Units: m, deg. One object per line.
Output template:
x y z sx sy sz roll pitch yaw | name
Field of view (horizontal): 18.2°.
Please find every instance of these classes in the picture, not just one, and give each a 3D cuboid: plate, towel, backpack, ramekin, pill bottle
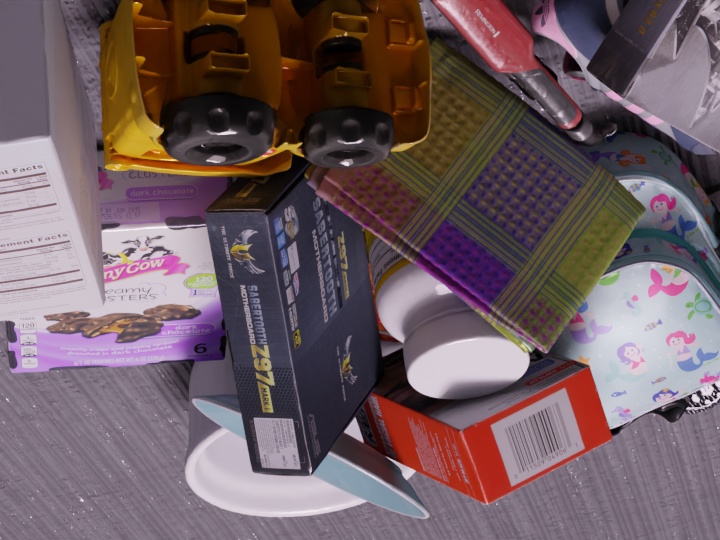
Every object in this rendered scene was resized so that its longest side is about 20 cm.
-0.034 0.133 1.695 0.199 0.026 0.200 26 169 5 | plate
0.078 -0.053 1.504 0.200 0.144 0.023 37 160 3 | towel
0.191 0.006 1.672 0.177 0.151 0.200 -25 115 14 | backpack
-0.050 0.117 1.864 0.199 0.098 0.201 -7 149 -4 | ramekin
0.061 -0.017 1.570 0.112 0.201 0.113 -6 149 -4 | pill bottle

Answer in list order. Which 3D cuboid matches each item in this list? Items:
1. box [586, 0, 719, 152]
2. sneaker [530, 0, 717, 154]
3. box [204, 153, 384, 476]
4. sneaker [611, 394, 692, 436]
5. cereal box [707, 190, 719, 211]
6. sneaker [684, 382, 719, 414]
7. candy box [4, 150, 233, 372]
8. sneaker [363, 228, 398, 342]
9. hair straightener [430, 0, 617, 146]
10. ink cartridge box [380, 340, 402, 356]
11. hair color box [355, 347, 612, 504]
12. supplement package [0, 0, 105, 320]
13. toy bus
0.263 -0.153 1.473 0.200 0.048 0.159 24 103 -40 | box
0.187 -0.141 1.543 0.082 0.070 0.200 -7 148 29 | sneaker
-0.042 0.019 1.563 0.051 0.158 0.201 1 114 20 | box
0.182 0.094 1.860 0.199 0.088 0.076 -10 153 36 | sneaker
0.308 -0.019 1.784 0.199 0.040 0.144 -24 146 23 | cereal box
0.337 0.048 1.887 0.200 0.079 0.066 -29 108 20 | sneaker
-0.180 -0.007 1.654 0.167 0.072 0.200 -3 149 -8 | candy box
0.000 0.000 1.659 0.199 0.073 0.077 10 138 8 | sneaker
0.104 -0.148 1.501 0.041 0.077 0.200 -47 125 8 | hair straightener
0.059 0.025 1.767 0.115 0.068 0.200 -22 146 19 | ink cartridge box
0.080 0.099 1.629 0.111 0.064 0.200 -25 -164 -20 | hair color box
-0.255 -0.080 1.438 0.150 0.152 0.200 -8 149 0 | supplement package
-0.077 -0.115 1.463 0.199 0.136 0.192 3 160 -22 | toy bus
